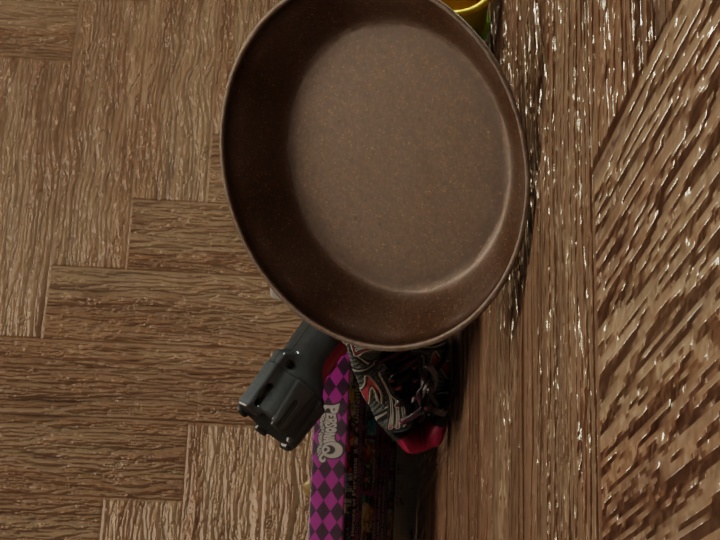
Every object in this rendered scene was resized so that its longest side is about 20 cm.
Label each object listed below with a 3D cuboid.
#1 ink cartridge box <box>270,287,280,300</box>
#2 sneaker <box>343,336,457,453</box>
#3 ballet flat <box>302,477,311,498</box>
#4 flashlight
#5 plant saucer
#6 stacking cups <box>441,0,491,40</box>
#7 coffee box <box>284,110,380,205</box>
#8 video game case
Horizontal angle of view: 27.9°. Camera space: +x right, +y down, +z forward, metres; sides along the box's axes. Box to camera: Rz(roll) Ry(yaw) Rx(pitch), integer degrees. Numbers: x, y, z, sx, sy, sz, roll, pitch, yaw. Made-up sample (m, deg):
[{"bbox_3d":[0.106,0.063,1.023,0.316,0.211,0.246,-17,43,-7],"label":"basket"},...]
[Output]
[{"bbox_3d":[-0.032,-0.057,1.406,0.176,0.044,0.201,94,-163,-71],"label":"ink cartridge box"},{"bbox_3d":[0.034,0.066,0.987,0.200,0.080,0.075,63,-169,-68],"label":"sneaker"},{"bbox_3d":[-0.001,0.136,1.316,0.069,0.063,0.201,-58,7,42],"label":"ballet flat"},{"bbox_3d":[-0.011,0.043,1.089,0.201,0.067,0.068,-55,-5,-19],"label":"flashlight"},{"bbox_3d":[0.011,-0.058,0.782,0.037,0.199,0.202,-23,-58,-53],"label":"plant saucer"},{"bbox_3d":[0.057,-0.130,0.975,0.201,0.060,0.061,87,-176,-60],"label":"stacking cups"},{"bbox_3d":[0.014,-0.059,0.933,0.113,0.080,0.200,-43,-14,-18],"label":"coffee box"},{"bbox_3d":[0.007,0.135,1.200,0.181,0.035,0.202,21,-110,-68],"label":"video game case"}]
